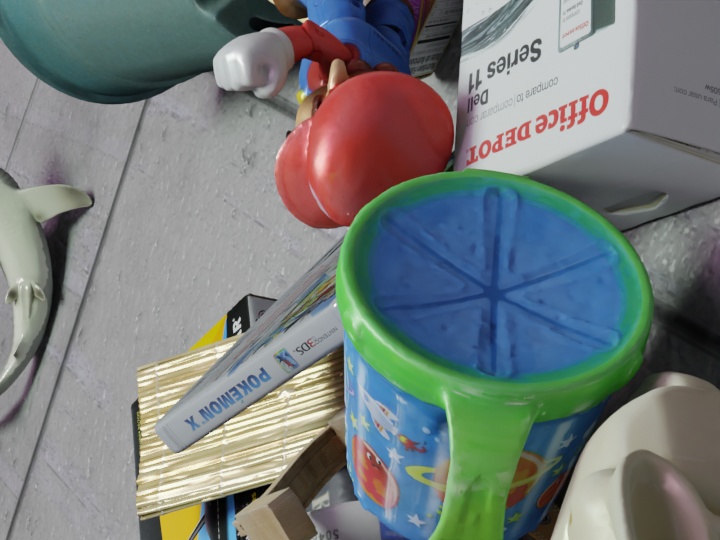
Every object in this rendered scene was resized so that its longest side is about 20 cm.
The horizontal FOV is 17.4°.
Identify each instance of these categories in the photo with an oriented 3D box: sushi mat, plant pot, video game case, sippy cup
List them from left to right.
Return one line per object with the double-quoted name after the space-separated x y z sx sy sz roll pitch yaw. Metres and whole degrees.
-0.102 -0.201 1.428 0.196 0.199 0.202 6 82 52 "plant pot"
-0.041 0.070 1.278 0.199 0.012 0.096 -18 55 27 "sushi mat"
0.000 0.000 1.191 0.200 0.022 0.182 -45 7 -40 "video game case"
0.049 0.048 1.027 0.139 0.178 0.131 34 138 22 "sippy cup"

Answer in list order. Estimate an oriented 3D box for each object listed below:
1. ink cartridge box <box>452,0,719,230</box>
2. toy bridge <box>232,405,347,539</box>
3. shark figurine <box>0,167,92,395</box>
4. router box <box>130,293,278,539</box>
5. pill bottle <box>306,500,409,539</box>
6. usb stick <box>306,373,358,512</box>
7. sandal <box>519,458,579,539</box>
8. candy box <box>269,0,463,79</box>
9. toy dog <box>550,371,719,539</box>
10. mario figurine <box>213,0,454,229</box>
0.117 -0.129 1.101 0.146 0.083 0.201 -22 59 56 "ink cartridge box"
0.010 0.073 1.134 0.200 0.027 0.067 -40 8 -36 "toy bridge"
-0.255 0.009 1.732 0.090 0.127 0.216 -139 45 -85 "shark figurine"
-0.073 0.137 1.348 0.149 0.051 0.201 -43 44 45 "router box"
0.009 0.221 1.106 0.114 0.113 0.201 -43 42 44 "pill bottle"
-0.008 0.146 1.247 0.055 0.033 0.201 -26 54 31 "usb stick"
0.072 0.135 1.094 0.082 0.054 0.201 -40 45 47 "sandal"
0.025 -0.217 1.273 0.116 0.056 0.201 34 111 18 "candy box"
0.101 0.155 0.950 0.201 0.139 0.194 -62 35 30 "toy dog"
-0.017 -0.080 1.170 0.200 0.123 0.107 -94 15 -58 "mario figurine"
